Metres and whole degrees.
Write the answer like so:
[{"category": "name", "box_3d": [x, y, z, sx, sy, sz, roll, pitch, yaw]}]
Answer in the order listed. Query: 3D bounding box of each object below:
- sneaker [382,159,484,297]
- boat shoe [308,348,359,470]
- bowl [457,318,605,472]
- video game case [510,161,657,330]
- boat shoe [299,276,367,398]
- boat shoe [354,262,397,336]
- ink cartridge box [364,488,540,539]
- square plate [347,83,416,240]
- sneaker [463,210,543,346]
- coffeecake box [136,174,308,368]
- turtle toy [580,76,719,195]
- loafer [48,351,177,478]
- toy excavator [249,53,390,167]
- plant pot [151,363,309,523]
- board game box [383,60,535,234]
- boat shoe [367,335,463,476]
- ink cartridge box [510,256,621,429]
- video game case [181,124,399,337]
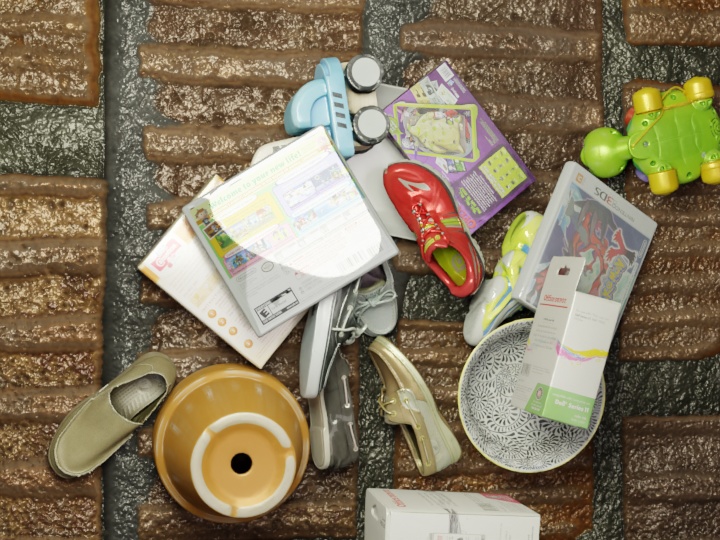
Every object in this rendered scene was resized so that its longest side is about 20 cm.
[{"category": "sneaker", "box_3d": [0.096, -0.054, 1.582, 0.077, 0.085, 0.200, -32, 101, 22]}, {"category": "boat shoe", "box_3d": [-0.036, 0.158, 1.613, 0.057, 0.067, 0.200, -4, 93, -28]}, {"category": "bowl", "box_3d": [0.213, 0.161, 1.644, 0.200, 0.094, 0.201, 0, 91, -12]}, {"category": "video game case", "box_3d": [0.302, -0.015, 1.652, 0.182, 0.023, 0.200, 30, 78, -32]}, {"category": "boat shoe", "box_3d": [-0.030, 0.064, 1.540, 0.068, 0.074, 0.200, 11, 88, -14]}, {"category": "boat shoe", "box_3d": [0.001, -0.001, 1.599, 0.074, 0.065, 0.202, -16, 110, -4]}, {"category": "ink cartridge box", "box_3d": [0.114, 0.336, 1.602, 0.200, 0.147, 0.083, 4, 90, -11]}, {"category": "square plate", "box_3d": [0.036, -0.144, 1.635, 0.200, 0.028, 0.199, 9, 90, -11]}, {"category": "sneaker", "box_3d": [0.219, 0.025, 1.652, 0.105, 0.076, 0.200, 29, 85, -11]}, {"category": "coffeecake box", "box_3d": [-0.159, 0.001, 1.575, 0.200, 0.073, 0.154, 41, 82, -10]}, {"category": "turtle toy", "box_3d": [0.397, -0.174, 1.670, 0.200, 0.101, 0.146, -12, 93, -10]}, {"category": "loafer", "box_3d": [-0.312, 0.180, 1.552, 0.076, 0.067, 0.200, 44, 83, -9]}, {"category": "toy excavator", "box_3d": [-0.068, -0.164, 1.545, 0.200, 0.100, 0.195, -7, 89, -11]}, {"category": "plant pot", "box_3d": [-0.152, 0.222, 1.526, 0.200, 0.183, 0.201, 0, 91, -12]}, {"category": "board game box", "box_3d": [0.124, -0.160, 1.625, 0.120, 0.032, 0.200, -40, 98, -11]}, {"category": "boat shoe", "box_3d": [0.060, 0.180, 1.625, 0.066, 0.074, 0.200, -34, 97, -14]}, {"category": "ink cartridge box", "box_3d": [0.260, 0.086, 1.545, 0.067, 0.117, 0.200, 16, 88, -12]}, {"category": "video game case", "box_3d": [-0.084, -0.048, 1.490, 0.200, 0.022, 0.182, -31, 89, -1]}]
